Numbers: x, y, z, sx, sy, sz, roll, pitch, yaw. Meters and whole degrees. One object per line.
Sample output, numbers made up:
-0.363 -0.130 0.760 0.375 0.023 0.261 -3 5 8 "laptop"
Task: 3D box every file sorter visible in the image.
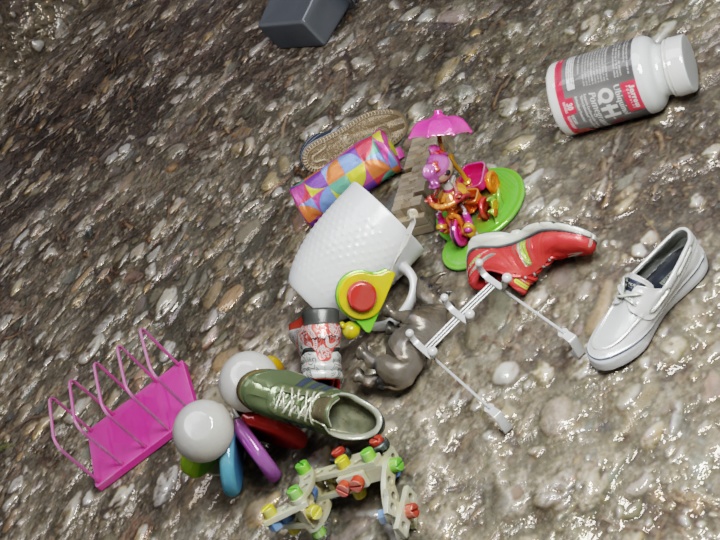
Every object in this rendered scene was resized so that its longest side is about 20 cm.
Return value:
-0.374 0.209 1.673 0.199 0.126 0.139 -36 36 4 "file sorter"

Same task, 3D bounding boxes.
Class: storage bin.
-0.125 -0.556 2.268 0.198 0.145 0.136 7 66 45 "storage bin"

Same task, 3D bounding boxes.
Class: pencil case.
-0.020 -0.153 1.789 0.198 0.089 0.089 -30 37 9 "pencil case"

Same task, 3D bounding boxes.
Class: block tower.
0.102 -0.148 1.698 0.057 0.054 0.202 -12 45 30 "block tower"

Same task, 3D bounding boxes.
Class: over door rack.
0.164 0.084 1.358 0.148 0.067 0.200 -43 49 -5 "over door rack"

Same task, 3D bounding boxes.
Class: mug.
0.000 0.000 1.573 0.176 0.148 0.200 -46 67 0 "mug"

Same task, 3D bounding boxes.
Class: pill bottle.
0.376 -0.271 1.539 0.198 0.111 0.112 -13 43 32 "pill bottle"

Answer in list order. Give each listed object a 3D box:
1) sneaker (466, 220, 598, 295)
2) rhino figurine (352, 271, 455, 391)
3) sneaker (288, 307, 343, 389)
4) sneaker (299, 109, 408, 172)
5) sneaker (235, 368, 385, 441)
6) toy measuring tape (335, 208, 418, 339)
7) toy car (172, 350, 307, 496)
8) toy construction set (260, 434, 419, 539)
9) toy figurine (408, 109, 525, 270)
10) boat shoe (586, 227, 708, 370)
0.230 -0.010 1.442 0.198 0.077 0.086 -12 62 39 "sneaker"
0.071 0.081 1.473 0.087 0.060 0.201 21 64 27 "rhino figurine"
-0.064 0.123 1.509 0.066 0.201 0.110 0 77 -9 "sneaker"
-0.018 -0.227 1.871 0.198 0.071 0.108 -23 9 -9 "sneaker"
-0.058 0.171 1.370 0.090 0.198 0.068 157 131 -75 "sneaker"
0.013 -0.002 1.483 0.073 0.073 0.202 22 89 50 "toy measuring tape"
-0.152 0.221 1.467 0.150 0.175 0.200 40 77 16 "toy car"
-0.014 0.273 1.321 0.197 0.093 0.131 -5 23 27 "toy construction set"
0.129 -0.134 1.549 0.149 0.184 0.202 -7 47 36 "toy figurine"
0.337 0.030 1.294 0.200 0.066 0.073 -49 37 -13 "boat shoe"
